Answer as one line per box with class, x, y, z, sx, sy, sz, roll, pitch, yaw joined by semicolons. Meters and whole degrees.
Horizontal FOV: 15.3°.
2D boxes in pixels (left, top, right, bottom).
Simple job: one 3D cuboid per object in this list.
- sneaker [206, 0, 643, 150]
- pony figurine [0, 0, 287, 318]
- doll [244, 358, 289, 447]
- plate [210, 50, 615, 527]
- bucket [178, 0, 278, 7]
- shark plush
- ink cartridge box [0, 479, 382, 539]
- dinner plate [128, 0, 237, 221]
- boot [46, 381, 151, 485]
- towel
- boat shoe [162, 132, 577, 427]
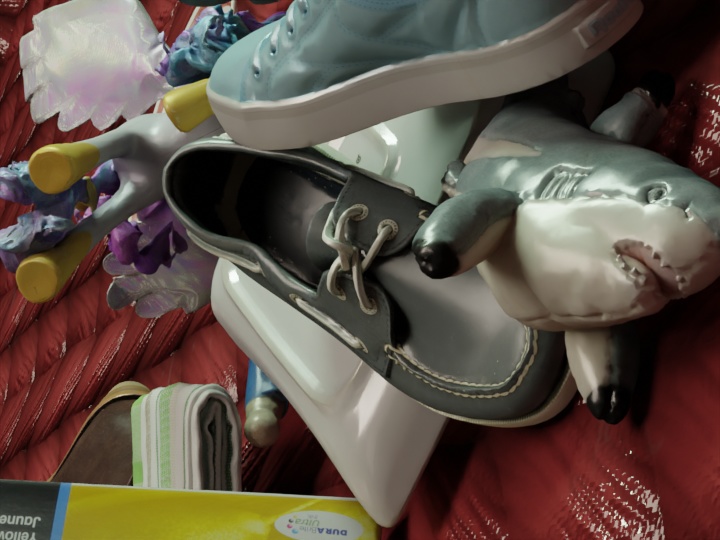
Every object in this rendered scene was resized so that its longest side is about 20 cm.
sneaker;0.008;-0.099;0.924;0.200;0.082;0.074;-12;25;46
pony figurine;-0.090;-0.055;1.256;0.193;0.167;0.200;-21;11;31
doll;-0.024;0.014;1.201;0.200;0.048;0.137;167;118;-74
plate;0.006;-0.031;1.052;0.200;0.032;0.200;-64;30;14
bucket;-0.056;-0.248;1.343;0.135;0.207;0.207;143;142;-61
shark plush;0.079;-0.029;0.877;0.083;0.091;0.200;-43;12;17
ink cartridge box;-0.095;0.168;0.997;0.047;0.197;0.200;93;180;-46
dinner plate;-0.107;-0.089;1.695;0.200;0.024;0.200;-164;90;-77
boot;-0.157;0.165;1.489;0.166;0.072;0.200;-112;44;-72
towel;-0.082;0.128;1.274;0.200;0.031;0.149;165;105;-77
boat shoe;0.000;0.000;0.957;0.200;0.062;0.073;33;106;46
